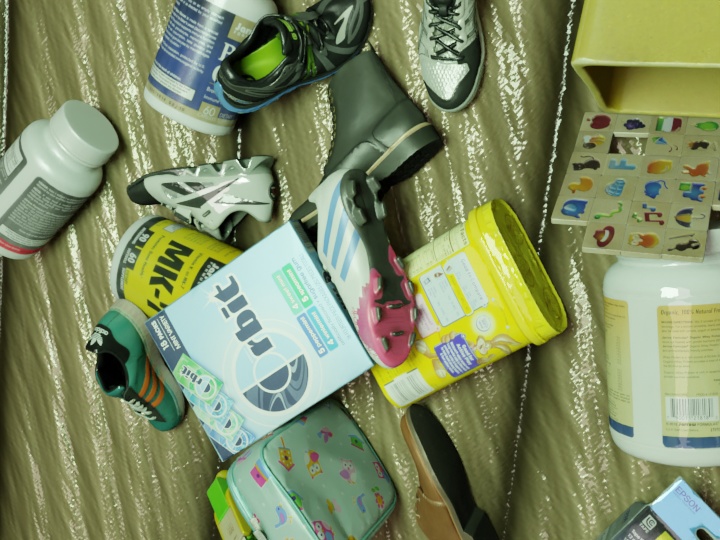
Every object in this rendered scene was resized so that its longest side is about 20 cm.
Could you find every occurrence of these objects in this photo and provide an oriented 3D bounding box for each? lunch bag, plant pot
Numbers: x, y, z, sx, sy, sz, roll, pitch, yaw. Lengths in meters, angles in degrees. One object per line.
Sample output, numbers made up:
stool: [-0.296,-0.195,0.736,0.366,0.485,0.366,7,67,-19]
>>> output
lunch bag: [-0.047,0.239,0.988,0.077,0.199,0.162,-36,84,26]
plant pot: [0.299,-0.248,0.781,0.190,0.195,0.205,7,89,23]

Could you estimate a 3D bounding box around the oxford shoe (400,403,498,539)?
oxford shoe: [0.082,0.246,1.004,0.070,0.071,0.204,-24,88,30]

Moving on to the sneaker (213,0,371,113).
sneaker: [-0.066,-0.236,0.968,0.198,0.083,0.071,-34,82,-14]

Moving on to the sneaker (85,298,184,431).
sneaker: [-0.274,0.132,1.102,0.070,0.080,0.203,14,136,31]

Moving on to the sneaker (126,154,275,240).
sneaker: [-0.189,-0.078,1.081,0.196,0.074,0.091,-5,93,25]

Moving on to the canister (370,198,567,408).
canister: [0.093,0.039,0.962,0.198,0.086,0.151,-30,84,26]

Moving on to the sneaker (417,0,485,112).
sneaker: [0.084,-0.262,0.926,0.074,0.087,0.205,5,100,21]

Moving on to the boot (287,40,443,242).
boot: [-0.023,-0.135,1.007,0.198,0.077,0.140,-35,76,13]

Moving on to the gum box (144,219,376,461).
gum box: [-0.104,0.074,0.968,0.198,0.044,0.172,-32,87,15]

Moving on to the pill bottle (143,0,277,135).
pill bottle: [-0.157,-0.263,1.021,0.110,0.111,0.203,31,109,17]

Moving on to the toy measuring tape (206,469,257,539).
toy measuring tape: [-0.122,0.314,1.085,0.074,0.073,0.201,-55,45,21]

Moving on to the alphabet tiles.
alphabet tiles: [0.264,-0.080,0.823,0.164,0.202,0.008,6,136,23]

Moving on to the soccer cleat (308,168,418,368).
soccer cleat: [0.000,0.000,0.932,0.086,0.069,0.205,-16,86,47]

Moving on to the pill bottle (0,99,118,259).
pill bottle: [-0.392,-0.115,1.149,0.199,0.110,0.112,-40,81,24]

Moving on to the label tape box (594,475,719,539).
label tape box: [0.299,0.314,0.916,0.143,0.066,0.201,44,109,13]

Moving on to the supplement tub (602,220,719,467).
supplement tub: [0.295,0.060,0.840,0.141,0.144,0.205,-1,97,24]

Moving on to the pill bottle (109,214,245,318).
pill bottle: [-0.181,0.021,1.069,0.197,0.114,0.117,22,105,20]
